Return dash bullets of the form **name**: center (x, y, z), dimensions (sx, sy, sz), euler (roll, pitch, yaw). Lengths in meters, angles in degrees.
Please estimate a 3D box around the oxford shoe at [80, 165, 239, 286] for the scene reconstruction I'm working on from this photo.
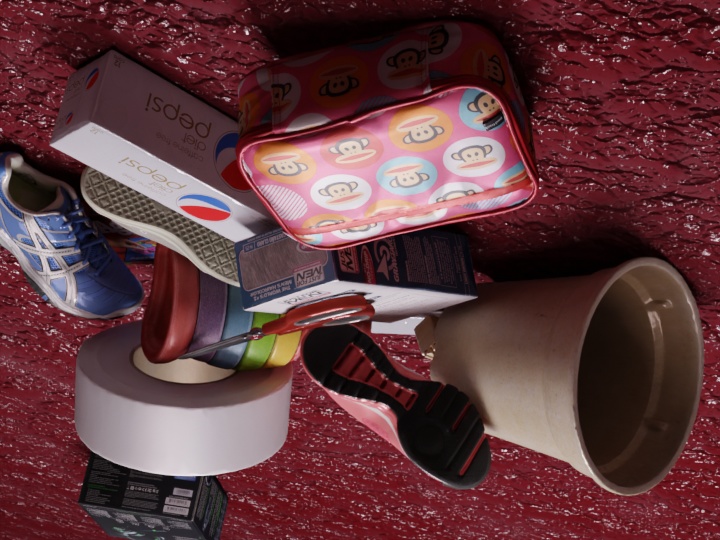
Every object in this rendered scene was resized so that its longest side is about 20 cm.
- **oxford shoe**: center (-0.144, -0.043, 1.269), dimensions (0.200, 0.075, 0.058), euler (25, 175, -8)

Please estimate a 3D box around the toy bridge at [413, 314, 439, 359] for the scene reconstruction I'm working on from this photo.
- **toy bridge**: center (0.137, 0.099, 1.435), dimensions (0.200, 0.067, 0.027), euler (21, 129, -39)

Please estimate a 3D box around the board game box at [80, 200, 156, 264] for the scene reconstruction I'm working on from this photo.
- **board game box**: center (-0.165, -0.039, 1.363), dimensions (0.200, 0.019, 0.103), euler (-3, 151, 31)

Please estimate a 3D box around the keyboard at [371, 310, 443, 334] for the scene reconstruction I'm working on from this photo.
- **keyboard**: center (0.106, 0.053, 1.432), dimensions (0.200, 0.011, 0.056), euler (3, 161, 7)

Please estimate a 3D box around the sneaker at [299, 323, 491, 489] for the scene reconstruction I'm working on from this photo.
- **sneaker**: center (0.032, 0.113, 1.295), dimensions (0.200, 0.074, 0.087), euler (40, 172, -3)

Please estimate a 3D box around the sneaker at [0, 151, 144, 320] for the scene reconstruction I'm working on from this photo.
- **sneaker**: center (-0.273, -0.029, 1.332), dimensions (0.200, 0.076, 0.077), euler (40, 139, -20)

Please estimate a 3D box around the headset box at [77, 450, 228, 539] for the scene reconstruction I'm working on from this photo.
- **headset box**: center (-0.298, 0.340, 2.173), dimensions (0.174, 0.093, 0.200), euler (7, 156, 10)

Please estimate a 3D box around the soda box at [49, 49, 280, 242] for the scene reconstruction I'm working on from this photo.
- **soda box**: center (-0.140, -0.092, 1.173), dimensions (0.200, 0.068, 0.064), euler (28, 150, -33)

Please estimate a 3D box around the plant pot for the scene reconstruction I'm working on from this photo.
- **plant pot**: center (0.170, 0.082, 1.298), dimensions (0.183, 0.201, 0.200), euler (6, 158, 43)

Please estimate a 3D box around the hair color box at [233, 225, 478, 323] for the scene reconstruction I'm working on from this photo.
- **hair color box**: center (0.000, 0.000, 1.228), dimensions (0.100, 0.061, 0.200), euler (-18, 165, 34)

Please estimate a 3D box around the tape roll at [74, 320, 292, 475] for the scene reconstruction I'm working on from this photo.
- **tape roll**: center (-0.165, 0.113, 1.374), dimensions (0.202, 0.071, 0.202), euler (5, -159, -2)

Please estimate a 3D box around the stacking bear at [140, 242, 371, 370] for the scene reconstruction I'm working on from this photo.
- **stacking bear**: center (-0.086, 0.039, 1.348), dimensions (0.200, 0.122, 0.114), euler (7, -166, -21)

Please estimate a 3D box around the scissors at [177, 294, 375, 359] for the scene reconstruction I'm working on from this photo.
- **scissors**: center (-0.080, 0.048, 1.223), dimensions (0.200, 0.014, 0.073), euler (-13, 169, 21)

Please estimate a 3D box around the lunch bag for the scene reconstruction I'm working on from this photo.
- **lunch bag**: center (0.023, -0.086, 1.058), dimensions (0.200, 0.082, 0.176), euler (-12, 146, 16)
